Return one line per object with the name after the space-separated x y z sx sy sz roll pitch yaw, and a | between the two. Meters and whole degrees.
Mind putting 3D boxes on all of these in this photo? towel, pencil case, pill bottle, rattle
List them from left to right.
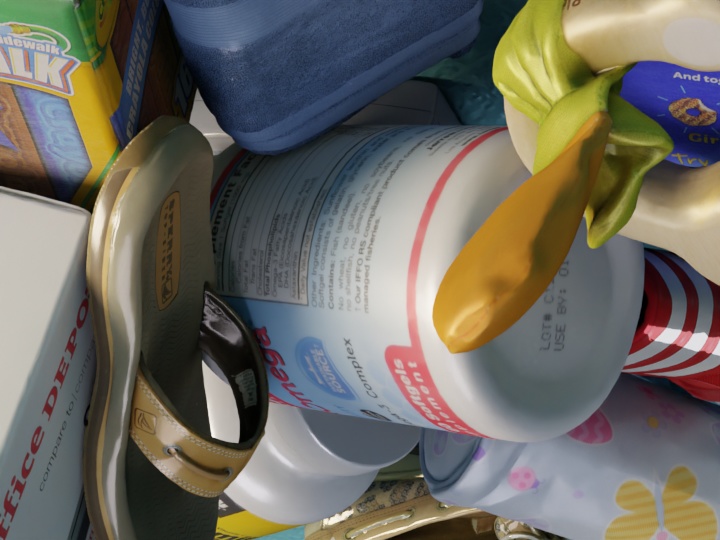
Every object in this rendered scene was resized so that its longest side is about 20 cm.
-0.055 0.074 1.024 0.112 0.113 0.200 27 152 -26 | pill bottle
-0.021 -0.120 0.687 0.111 0.049 0.200 -30 152 -6 | towel
0.000 0.000 0.784 0.199 0.109 0.109 4 155 47 | pill bottle
0.124 0.087 0.934 0.199 0.091 0.084 20 111 -14 | pencil case
0.122 0.004 0.655 0.130 0.144 0.200 -24 130 26 | rattle

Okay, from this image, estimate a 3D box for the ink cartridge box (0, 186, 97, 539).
-0.133 0.072 0.770 0.084 0.146 0.200 12 159 13 | ink cartridge box

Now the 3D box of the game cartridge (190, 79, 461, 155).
-0.043 -0.036 0.913 0.198 0.041 0.133 -3 145 25 | game cartridge

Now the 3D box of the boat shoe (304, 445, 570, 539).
0.063 0.126 1.055 0.199 0.063 0.073 -7 146 30 | boat shoe

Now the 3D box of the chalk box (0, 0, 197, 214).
-0.127 -0.115 0.705 0.123 0.125 0.200 8 153 8 | chalk box

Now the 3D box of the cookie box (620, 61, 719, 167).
0.165 -0.081 0.703 0.170 0.076 0.200 7 152 12 | cookie box

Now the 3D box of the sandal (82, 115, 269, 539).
-0.059 0.039 0.741 0.054 0.080 0.201 15 127 15 | sandal

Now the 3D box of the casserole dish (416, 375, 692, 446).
0.080 0.058 1.032 0.120 0.039 0.200 24 151 -21 | casserole dish

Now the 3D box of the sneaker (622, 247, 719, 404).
0.125 0.012 0.851 0.115 0.079 0.200 13 174 -3 | sneaker
